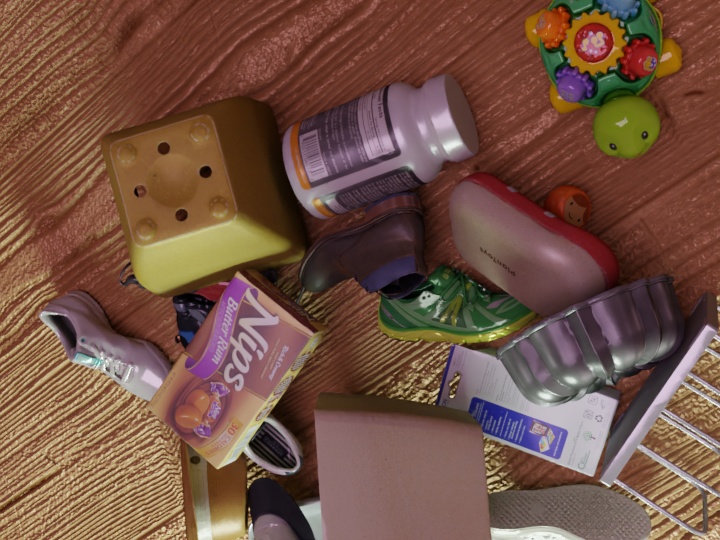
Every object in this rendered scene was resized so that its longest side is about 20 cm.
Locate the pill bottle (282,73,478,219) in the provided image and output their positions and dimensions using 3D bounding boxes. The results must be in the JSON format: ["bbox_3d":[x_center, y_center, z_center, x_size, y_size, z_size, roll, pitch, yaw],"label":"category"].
[{"bbox_3d":[0.023,-0.140,1.200,0.199,0.116,0.117,-18,95,21],"label":"pill bottle"}]

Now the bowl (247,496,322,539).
[{"bbox_3d":[-0.023,0.370,1.344,0.199,0.075,0.201,-16,95,22],"label":"bowl"}]

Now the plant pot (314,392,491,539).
[{"bbox_3d":[0.046,0.237,1.179,0.176,0.200,0.201,-4,89,-1],"label":"plant pot"}]

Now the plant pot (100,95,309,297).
[{"bbox_3d":[-0.184,-0.089,1.199,0.193,0.200,0.197,-16,86,4],"label":"plant pot"}]

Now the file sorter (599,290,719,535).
[{"bbox_3d":[0.361,0.150,1.130,0.124,0.139,0.201,31,110,8],"label":"file sorter"}]

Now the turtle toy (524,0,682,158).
[{"bbox_3d":[0.254,-0.213,1.110,0.145,0.101,0.201,-20,94,22],"label":"turtle toy"}]

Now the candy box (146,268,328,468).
[{"bbox_3d":[-0.142,0.112,1.239,0.117,0.056,0.200,39,104,12],"label":"candy box"}]

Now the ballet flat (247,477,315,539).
[{"bbox_3d":[-0.082,0.343,1.284,0.073,0.073,0.201,-28,91,22],"label":"ballet flat"}]

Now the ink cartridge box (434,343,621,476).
[{"bbox_3d":[0.190,0.155,1.243,0.199,0.039,0.100,19,107,13],"label":"ink cartridge box"}]

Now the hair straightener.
[{"bbox_3d":[-0.200,0.007,1.335,0.199,0.077,0.041,1,126,5],"label":"hair straightener"}]

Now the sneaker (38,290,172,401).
[{"bbox_3d":[-0.332,0.109,1.390,0.200,0.088,0.075,37,109,9],"label":"sneaker"}]

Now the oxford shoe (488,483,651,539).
[{"bbox_3d":[0.234,0.291,1.250,0.199,0.076,0.058,-1,143,12],"label":"oxford shoe"}]

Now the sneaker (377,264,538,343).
[{"bbox_3d":[0.110,0.036,1.227,0.199,0.074,0.084,-3,104,20],"label":"sneaker"}]

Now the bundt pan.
[{"bbox_3d":[0.245,0.081,1.114,0.201,0.202,0.076,-29,73,22],"label":"bundt pan"}]

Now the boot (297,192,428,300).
[{"bbox_3d":[0.000,0.000,1.228,0.200,0.074,0.097,-37,53,39],"label":"boot"}]

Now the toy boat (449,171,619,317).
[{"bbox_3d":[0.199,-0.043,1.162,0.131,0.131,0.200,-39,56,-19],"label":"toy boat"}]

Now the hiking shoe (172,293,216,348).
[{"bbox_3d":[-0.145,0.085,1.330,0.199,0.074,0.087,24,126,29],"label":"hiking shoe"}]

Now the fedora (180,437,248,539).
[{"bbox_3d":[-0.179,0.274,1.337,0.081,0.201,0.202,-4,101,-9],"label":"fedora"}]

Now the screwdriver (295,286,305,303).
[{"bbox_3d":[-0.099,0.078,1.341,0.029,0.028,0.201,31,105,41],"label":"screwdriver"}]

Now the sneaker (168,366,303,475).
[{"bbox_3d":[-0.145,0.176,1.308,0.200,0.071,0.073,37,76,-9],"label":"sneaker"}]
